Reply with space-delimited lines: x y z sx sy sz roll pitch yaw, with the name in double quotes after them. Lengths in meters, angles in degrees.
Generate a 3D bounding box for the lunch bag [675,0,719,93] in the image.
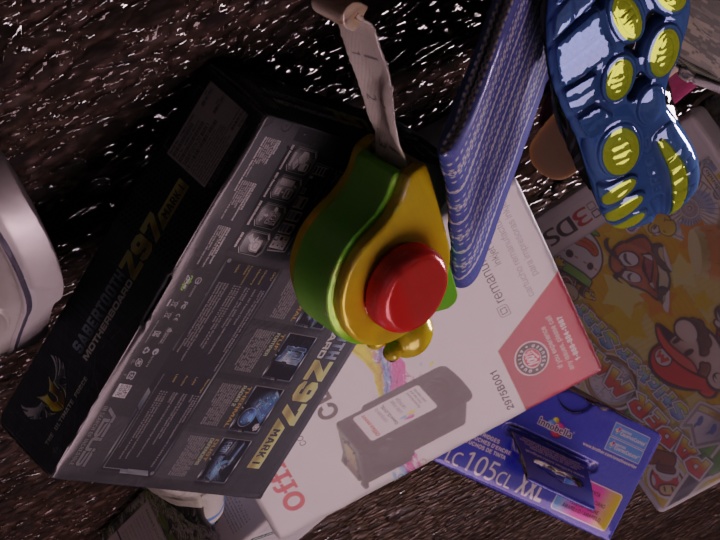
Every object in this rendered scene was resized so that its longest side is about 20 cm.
0.215 -0.161 1.123 0.167 0.140 0.200 -11 163 1 "lunch bag"

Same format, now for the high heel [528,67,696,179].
0.169 -0.124 1.297 0.200 0.067 0.096 -49 180 26 "high heel"

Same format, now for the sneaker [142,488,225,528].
-0.106 0.111 1.534 0.073 0.072 0.200 -56 175 -10 "sneaker"

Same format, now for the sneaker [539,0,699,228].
0.110 -0.100 1.141 0.071 0.083 0.200 -26 144 -6 "sneaker"

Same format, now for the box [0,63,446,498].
-0.059 0.011 1.167 0.158 0.051 0.200 12 114 -52 "box"

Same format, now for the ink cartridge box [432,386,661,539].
0.082 0.087 1.469 0.076 0.136 0.200 -64 -155 -1 "ink cartridge box"

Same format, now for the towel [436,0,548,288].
0.061 -0.083 1.137 0.200 0.024 0.145 77 31 -72 "towel"

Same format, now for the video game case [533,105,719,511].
0.193 0.027 1.502 0.182 0.200 0.023 -34 -179 37 "video game case"

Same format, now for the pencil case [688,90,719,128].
0.301 -0.101 1.520 0.200 0.078 0.089 -19 -174 -27 "pencil case"

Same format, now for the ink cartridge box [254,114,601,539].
0.006 0.031 1.314 0.200 0.083 0.146 -28 126 -1 "ink cartridge box"

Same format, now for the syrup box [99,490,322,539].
-0.089 0.161 1.678 0.081 0.079 0.200 -12 157 -42 "syrup box"

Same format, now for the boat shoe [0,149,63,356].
-0.175 -0.001 1.080 0.066 0.072 0.200 -28 173 -16 "boat shoe"

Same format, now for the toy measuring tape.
-0.005 -0.029 1.089 0.073 0.074 0.200 -26 133 -8 "toy measuring tape"
